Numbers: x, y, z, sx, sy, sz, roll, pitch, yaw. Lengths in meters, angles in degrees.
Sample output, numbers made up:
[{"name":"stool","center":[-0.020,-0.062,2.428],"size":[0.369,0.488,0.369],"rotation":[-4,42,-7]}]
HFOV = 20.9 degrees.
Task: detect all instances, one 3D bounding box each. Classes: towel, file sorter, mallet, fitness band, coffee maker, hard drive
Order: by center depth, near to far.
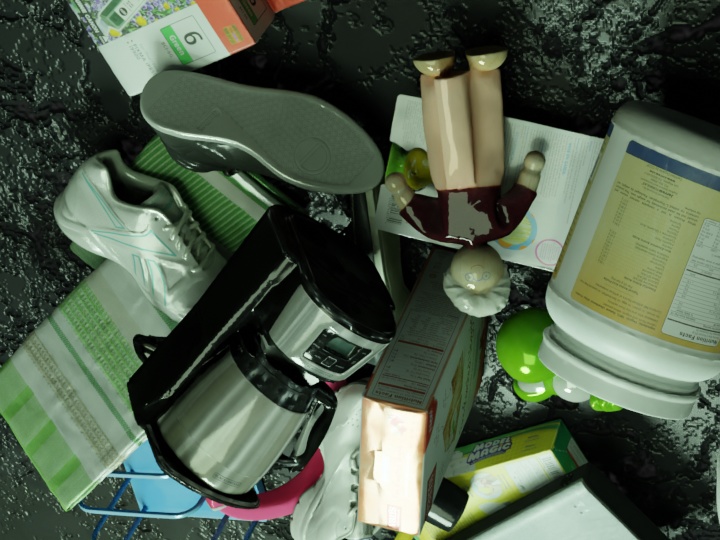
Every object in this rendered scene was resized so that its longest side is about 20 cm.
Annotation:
[{"name":"coffee maker","center":[-0.086,0.050,1.526],"size":[0.200,0.134,0.192],"rotation":[-49,61,18]},{"name":"towel","center":[-0.148,-0.032,1.683],"size":[0.152,0.023,0.200],"rotation":[38,132,-6]},{"name":"towel","center":[-0.223,0.090,1.693],"size":[0.200,0.031,0.150],"rotation":[-43,68,16]},{"name":"hard drive","center":[0.169,0.257,1.701],"size":[0.140,0.033,0.200],"rotation":[44,129,-15]},{"name":"fitness band","center":[-0.077,0.141,1.716],"size":[0.037,0.143,0.201],"rotation":[51,150,44]},{"name":"mallet","center":[0.044,0.250,1.745],"size":[0.065,0.041,0.201],"rotation":[24,134,9]},{"name":"file sorter","center":[-0.187,0.184,1.796],"size":[0.138,0.123,0.201],"rotation":[1,126,23]}]

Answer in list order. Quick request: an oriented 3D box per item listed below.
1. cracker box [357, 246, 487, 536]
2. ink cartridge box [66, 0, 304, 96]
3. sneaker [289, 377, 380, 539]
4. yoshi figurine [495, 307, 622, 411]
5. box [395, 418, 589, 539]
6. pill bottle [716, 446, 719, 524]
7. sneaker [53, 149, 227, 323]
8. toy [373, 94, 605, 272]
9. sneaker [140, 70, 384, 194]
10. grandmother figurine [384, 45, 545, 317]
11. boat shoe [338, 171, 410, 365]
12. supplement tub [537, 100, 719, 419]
[{"name":"cracker box","center":[0.053,0.095,1.574],"size":[0.057,0.201,0.135],"rotation":[13,130,13]},{"name":"ink cartridge box","center":[-0.126,-0.219,1.511],"size":[0.199,0.050,0.109],"rotation":[-17,117,33]},{"name":"sneaker","center":[-0.002,0.186,1.717],"size":[0.074,0.087,0.202],"rotation":[-3,122,-26]},{"name":"yoshi figurine","center":[0.188,0.054,1.555],"size":[0.199,0.112,0.113],"rotation":[-23,103,37]},{"name":"box","center":[0.117,0.210,1.737],"size":[0.199,0.049,0.118],"rotation":[-20,116,31]},{"name":"pill bottle","center":[0.391,0.174,1.551],"size":[0.198,0.109,0.109],"rotation":[-6,123,26]},{"name":"sneaker","center":[-0.164,-0.023,1.636],"size":[0.200,0.071,0.080],"rotation":[35,129,-2]},{"name":"toy","center":[0.117,-0.069,1.518],"size":[0.198,0.047,0.116],"rotation":[11,116,1]},{"name":"sneaker","center":[-0.076,-0.103,1.560],"size":[0.198,0.071,0.099],"rotation":[17,170,2]},{"name":"grandmother figurine","center":[0.079,-0.063,1.468],"size":[0.120,0.061,0.202],"rotation":[-3,104,18]},{"name":"boat shoe","center":[0.001,-0.001,1.607],"size":[0.065,0.075,0.201],"rotation":[0,131,14]},{"name":"supplement tub","center":[0.219,-0.008,1.419],"size":[0.143,0.144,0.202],"rotation":[22,103,6]}]
